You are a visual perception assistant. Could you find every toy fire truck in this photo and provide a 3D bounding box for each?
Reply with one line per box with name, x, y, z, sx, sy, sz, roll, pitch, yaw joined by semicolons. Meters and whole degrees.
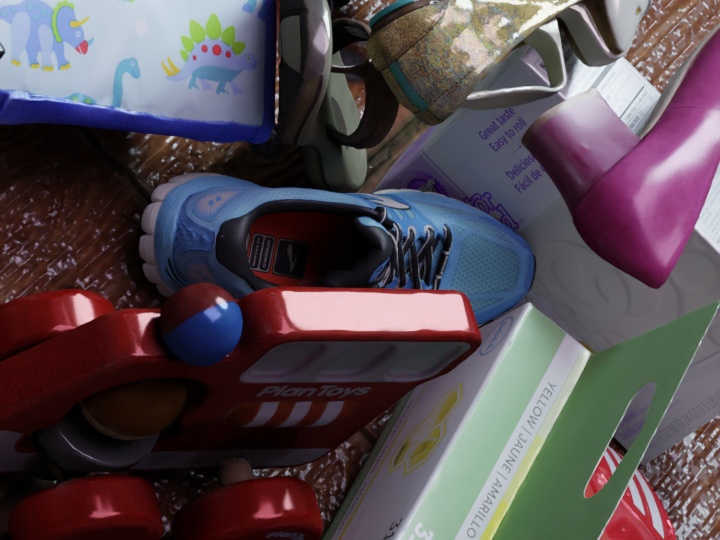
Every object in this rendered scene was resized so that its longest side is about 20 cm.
toy fire truck;-0.069;0.049;1.242;0.199;0.168;0.113;3;60;-35

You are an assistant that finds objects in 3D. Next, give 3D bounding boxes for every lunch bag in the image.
lunch bag;-0.136;-0.147;1.348;0.170;0.128;0.201;4;52;-35

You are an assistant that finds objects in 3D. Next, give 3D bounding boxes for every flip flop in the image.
flip flop;-0.006;-0.084;1.370;0.057;0.200;0.081;-1;73;7

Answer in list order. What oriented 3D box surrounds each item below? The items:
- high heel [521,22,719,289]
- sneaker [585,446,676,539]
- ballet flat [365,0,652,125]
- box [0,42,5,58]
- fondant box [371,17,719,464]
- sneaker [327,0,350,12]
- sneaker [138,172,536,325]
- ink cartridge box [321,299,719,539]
high heel;0.172;-0.060;1.360;0.200;0.067;0.096;-28;71;-27
sneaker;0.100;0.150;1.367;0.115;0.078;0.201;26;51;-19
ballet flat;0.088;-0.116;1.346;0.200;0.071;0.071;-25;79;-36
box;-0.256;-0.074;1.159;0.115;0.200;0.132;-27;80;-45
fondant box;0.122;-0.014;1.442;0.200;0.144;0.058;45;47;-4
sneaker;-0.031;-0.179;1.492;0.199;0.085;0.075;25;24;9
sneaker;0.000;0.000;1.366;0.199;0.090;0.079;3;93;-30
ink cartridge box;0.061;0.079;1.280;0.048;0.200;0.146;38;59;-11
